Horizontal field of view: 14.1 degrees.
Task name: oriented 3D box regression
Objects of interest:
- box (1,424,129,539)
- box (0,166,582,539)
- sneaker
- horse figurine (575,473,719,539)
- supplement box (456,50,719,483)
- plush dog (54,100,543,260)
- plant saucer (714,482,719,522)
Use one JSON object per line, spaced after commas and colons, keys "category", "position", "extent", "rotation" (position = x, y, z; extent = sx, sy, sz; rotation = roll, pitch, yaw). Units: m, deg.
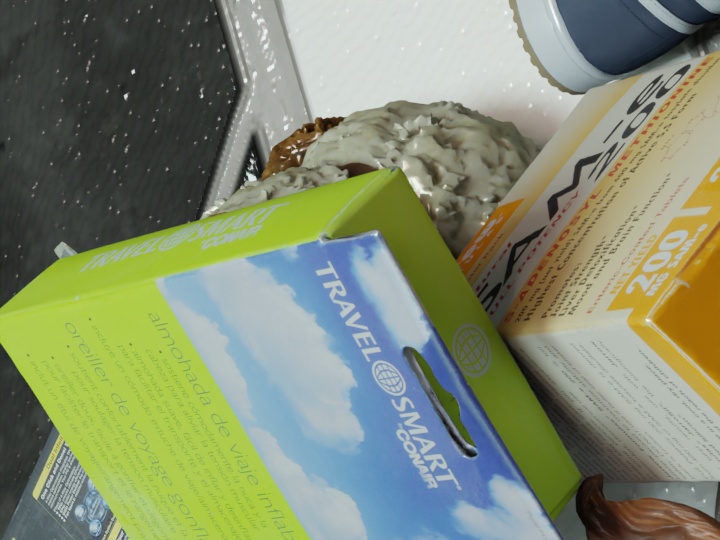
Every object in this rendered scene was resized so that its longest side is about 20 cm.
{"category": "box", "position": [-0.070, 0.115, 1.179], "extent": [0.161, 0.049, 0.201], "rotation": [37, 109, 36]}
{"category": "box", "position": [-0.021, 0.039, 0.930], "extent": [0.199, 0.048, 0.122], "rotation": [-13, 115, 48]}
{"category": "sneaker", "position": [0.094, -0.174, 1.052], "extent": [0.108, 0.070, 0.201], "rotation": [-21, 78, 43]}
{"category": "horse figurine", "position": [0.111, 0.150, 0.860], "extent": [0.132, 0.050, 0.201], "rotation": [-26, 79, 41]}
{"category": "supplement box", "position": [0.103, -0.003, 0.917], "extent": [0.126, 0.073, 0.200], "rotation": [-51, 13, -17]}
{"category": "plush dog", "position": [0.000, 0.000, 1.059], "extent": [0.199, 0.172, 0.161], "rotation": [24, 139, 30]}
{"category": "plant saucer", "position": [0.206, 0.086, 0.947], "extent": [0.199, 0.034, 0.202], "rotation": [-7, 80, 42]}
